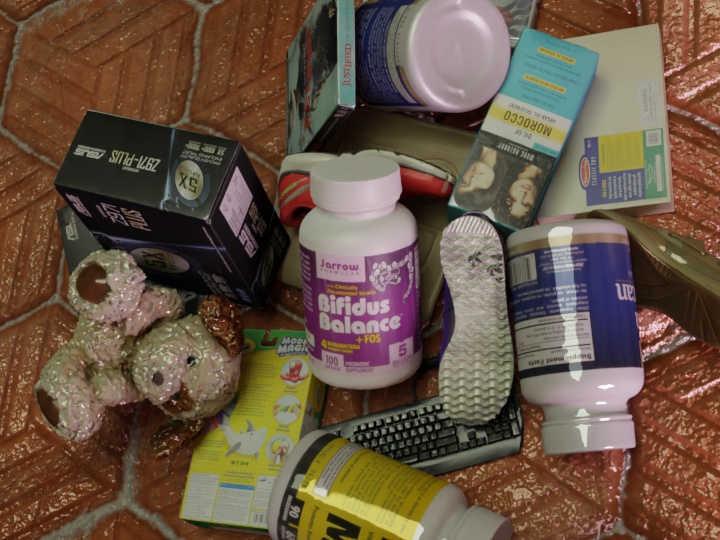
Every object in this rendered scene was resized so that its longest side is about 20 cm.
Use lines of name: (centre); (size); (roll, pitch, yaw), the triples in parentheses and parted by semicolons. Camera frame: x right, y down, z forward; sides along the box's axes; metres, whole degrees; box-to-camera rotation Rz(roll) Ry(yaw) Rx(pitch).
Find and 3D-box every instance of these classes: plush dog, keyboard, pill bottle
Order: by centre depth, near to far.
pill bottle: (0.027, 0.229, 1.225); (0.199, 0.114, 0.115); (19, 76, 23)
pill bottle: (0.194, 0.062, 1.226); (0.111, 0.111, 0.201); (-8, 81, 18)
pill bottle: (0.000, 0.000, 1.276); (0.112, 0.112, 0.201); (5, 113, 23)
keyboard: (0.053, 0.136, 1.312); (0.199, 0.021, 0.128); (-16, 63, 13)
plush dog: (-0.197, 0.082, 1.332); (0.171, 0.160, 0.201); (28, 110, 11)
pill bottle: (0.047, -0.218, 1.367); (0.200, 0.120, 0.120); (12, 70, 59)

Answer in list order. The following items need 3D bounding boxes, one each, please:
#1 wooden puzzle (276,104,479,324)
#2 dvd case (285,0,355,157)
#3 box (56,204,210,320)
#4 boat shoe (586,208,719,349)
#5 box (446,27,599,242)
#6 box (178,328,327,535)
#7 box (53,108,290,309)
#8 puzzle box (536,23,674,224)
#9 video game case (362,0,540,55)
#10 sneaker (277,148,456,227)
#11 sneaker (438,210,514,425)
wooden puzzle: (0.026, -0.058, 1.395); (0.185, 0.046, 0.201); (16, 79, 26)
dvd case: (-0.043, -0.196, 1.397); (0.022, 0.200, 0.147); (4, 74, -16)
box: (-0.231, -0.005, 1.463); (0.157, 0.050, 0.201); (-22, 63, 10)
boat shoe: (0.289, 0.002, 1.260); (0.064, 0.072, 0.200); (-22, 46, -29)
box: (0.158, -0.129, 1.328); (0.082, 0.049, 0.201); (21, 76, 9)
box: (-0.101, 0.156, 1.348); (0.117, 0.048, 0.201); (3, 71, 23)
box: (-0.176, -0.056, 1.323); (0.163, 0.200, 0.086); (14, 69, 17)
puzzle box: (0.237, -0.144, 1.359); (0.132, 0.025, 0.201); (-6, 66, 18)
video game case: (0.104, -0.321, 1.487); (0.199, 0.023, 0.183); (6, 71, 23)
sneaker: (0.005, -0.069, 1.347); (0.199, 0.077, 0.085); (0, 77, 33)
sneaker: (0.110, 0.040, 1.274); (0.069, 0.100, 0.201); (2, 103, 7)
